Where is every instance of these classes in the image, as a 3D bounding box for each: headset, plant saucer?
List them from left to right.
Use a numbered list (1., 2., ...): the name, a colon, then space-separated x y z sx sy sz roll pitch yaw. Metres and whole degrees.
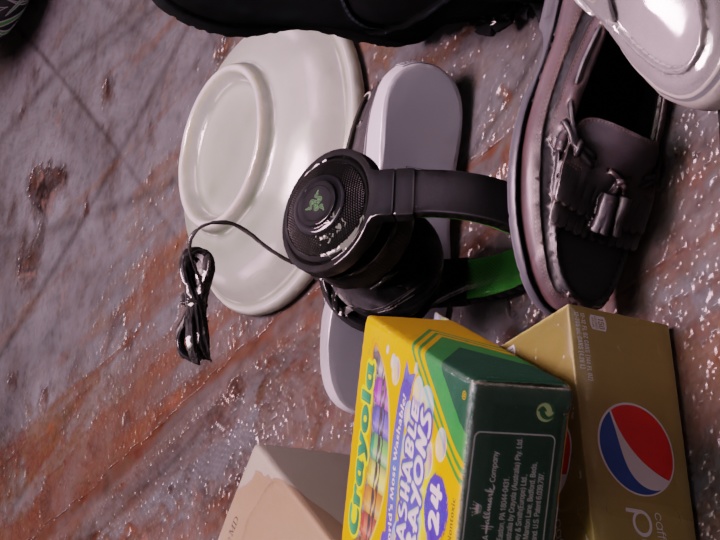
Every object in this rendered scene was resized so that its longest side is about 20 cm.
1. plant saucer: -0.070 -0.074 1.411 0.200 0.050 0.202 -27 57 53
2. headset: 0.000 0.000 1.149 0.198 0.124 0.095 -3 67 17

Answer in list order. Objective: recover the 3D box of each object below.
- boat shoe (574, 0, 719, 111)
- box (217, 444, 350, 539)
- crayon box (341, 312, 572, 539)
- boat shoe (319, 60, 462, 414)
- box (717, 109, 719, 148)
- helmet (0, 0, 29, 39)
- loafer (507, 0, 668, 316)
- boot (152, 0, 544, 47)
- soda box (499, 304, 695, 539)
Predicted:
1. boat shoe: 0.117 -0.147 1.026 0.072 0.068 0.201 -56 38 34
2. box: -0.002 0.182 1.185 0.200 0.077 0.096 44 118 54
3. crayon box: 0.037 0.096 1.068 0.200 0.051 0.127 -150 65 -73
4. boat shoe: 0.008 -0.017 1.251 0.066 0.069 0.202 168 111 -65
5. box: 0.231 -0.087 0.930 0.200 0.049 0.161 -26 60 53
6. helmet: -0.351 -0.261 1.799 0.201 0.190 0.200 -59 0 1
7. loafer: 0.119 -0.077 1.090 0.063 0.072 0.202 -9 69 53
8. boot: -0.001 -0.167 1.201 0.162 0.197 0.074 -9 74 64
9. soda box: 0.111 0.123 1.036 0.068 0.064 0.201 -36 51 49
